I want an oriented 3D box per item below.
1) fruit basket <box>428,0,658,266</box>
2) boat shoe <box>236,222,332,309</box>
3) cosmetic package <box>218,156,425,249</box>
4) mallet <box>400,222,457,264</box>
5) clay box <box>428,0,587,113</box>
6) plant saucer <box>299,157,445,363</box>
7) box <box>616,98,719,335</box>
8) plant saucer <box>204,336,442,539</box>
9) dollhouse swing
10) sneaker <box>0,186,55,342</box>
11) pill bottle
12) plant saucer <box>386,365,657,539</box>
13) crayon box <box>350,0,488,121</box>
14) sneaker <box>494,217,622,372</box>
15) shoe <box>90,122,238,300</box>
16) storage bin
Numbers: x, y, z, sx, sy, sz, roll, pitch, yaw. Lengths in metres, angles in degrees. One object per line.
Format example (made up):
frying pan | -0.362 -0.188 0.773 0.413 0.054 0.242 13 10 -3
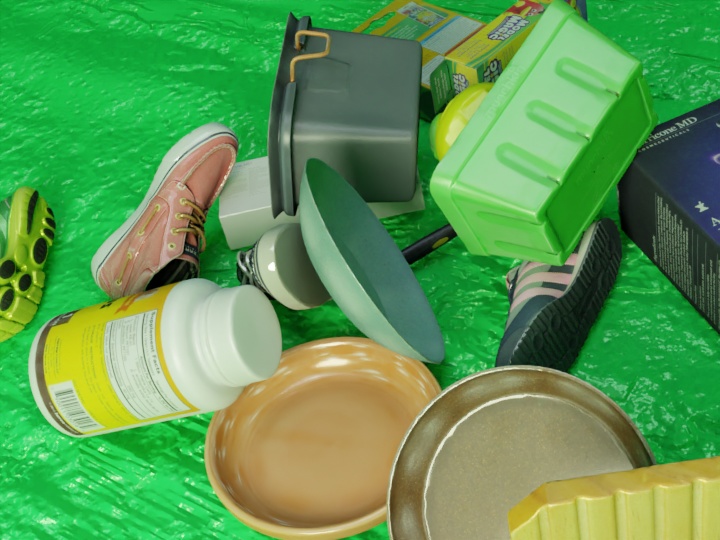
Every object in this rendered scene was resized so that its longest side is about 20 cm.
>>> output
fruit basket | 0.127 -0.119 1.039 0.215 0.156 0.217 -11 60 19
boat shoe | -0.075 0.003 1.048 0.092 0.200 0.075 -7 83 17
cosmetic package | -0.040 -0.082 1.202 0.199 0.051 0.083 -11 45 4
mallet | 0.098 -0.036 1.132 0.200 0.066 0.041 -36 41 -1
clay box | 0.156 -0.200 1.225 0.048 0.115 0.200 27 57 37
plant saucer | 0.000 0.000 0.997 0.039 0.201 0.201 -34 40 14
box | 0.328 -0.047 1.021 0.147 0.105 0.200 -24 43 -9
plant saucer | -0.026 0.138 0.974 0.199 0.038 0.201 -9 43 8
dollhouse swing | 0.184 0.227 0.685 0.199 0.176 0.182 -9 58 5
sneaker | -0.362 0.003 1.200 0.083 0.074 0.201 -21 37 24
pill bottle | -0.168 0.070 0.998 0.199 0.109 0.110 -14 39 26
plant saucer | 0.116 0.167 0.836 0.199 0.034 0.201 -3 82 25
crayon box | 0.081 -0.230 1.326 0.126 0.052 0.200 -39 48 -25
sneaker | 0.152 0.031 1.027 0.082 0.070 0.200 1 39 41
shoe | -0.169 -0.041 1.147 0.200 0.071 0.091 -50 51 3
storage bin | -0.010 -0.155 1.142 0.134 0.146 0.201 2 44 2
